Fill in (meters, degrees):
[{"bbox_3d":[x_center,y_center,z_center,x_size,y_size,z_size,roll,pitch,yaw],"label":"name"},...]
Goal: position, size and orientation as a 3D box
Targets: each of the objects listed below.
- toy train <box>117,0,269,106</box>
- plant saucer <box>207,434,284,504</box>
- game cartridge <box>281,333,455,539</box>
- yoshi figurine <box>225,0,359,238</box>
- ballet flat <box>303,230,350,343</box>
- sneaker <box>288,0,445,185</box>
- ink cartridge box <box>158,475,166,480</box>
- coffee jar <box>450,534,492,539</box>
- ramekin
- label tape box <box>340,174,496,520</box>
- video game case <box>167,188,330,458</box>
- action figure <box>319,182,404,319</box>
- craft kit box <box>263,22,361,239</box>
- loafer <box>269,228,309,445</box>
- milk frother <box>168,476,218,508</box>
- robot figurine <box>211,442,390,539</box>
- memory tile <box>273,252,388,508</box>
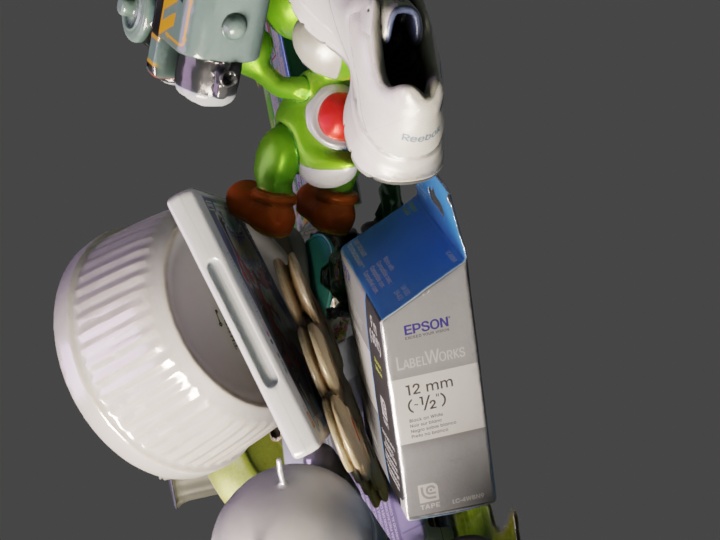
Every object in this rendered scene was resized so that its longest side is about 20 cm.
[{"bbox_3d":[-0.094,-0.204,1.060,0.114,0.084,0.202,44,126,51],"label":"toy train"},{"bbox_3d":[-0.064,0.150,1.545,0.031,0.199,0.202,-29,68,41],"label":"plant saucer"},{"bbox_3d":[0.000,0.157,1.280,0.133,0.040,0.202,-30,64,35],"label":"game cartridge"},{"bbox_3d":[-0.036,-0.131,1.149,0.113,0.111,0.202,-57,-17,-65],"label":"yoshi figurine"},{"bbox_3d":[-0.036,0.058,1.490,0.075,0.063,0.202,30,112,43],"label":"ballet flat"},{"bbox_3d":[0.011,-0.153,1.003,0.087,0.074,0.202,111,140,-57],"label":"sneaker"},{"bbox_3d":[-0.117,0.140,1.707,0.145,0.197,0.089,-141,41,-77],"label":"ink cartridge box"},{"bbox_3d":[0.053,0.231,1.028,0.085,0.104,0.200,43,160,13],"label":"coffee jar"},{"bbox_3d":[-0.122,0.046,1.266,0.105,0.199,0.202,-29,66,36],"label":"ramekin"},{"bbox_3d":[0.031,0.034,1.065,0.143,0.065,0.202,-120,19,-69],"label":"label tape box"},{"bbox_3d":[-0.067,0.033,1.147,0.184,0.023,0.200,64,-178,1],"label":"video game case"},{"bbox_3d":[0.000,0.000,1.252,0.200,0.054,0.120,157,114,-78],"label":"action figure"},{"bbox_3d":[-0.050,-0.138,1.451,0.197,0.048,0.203,153,106,-78],"label":"craft kit box"},{"bbox_3d":[-0.078,0.058,1.432,0.075,0.069,0.202,-37,56,50],"label":"loafer"},{"bbox_3d":[-0.138,0.183,1.934,0.201,0.186,0.182,94,163,-60],"label":"milk frother"},{"bbox_3d":[-0.031,0.205,1.137,0.201,0.112,0.171,60,-150,-50],"label":"robot figurine"},{"bbox_3d":[-0.017,0.078,1.162,0.200,0.017,0.155,66,-176,-72],"label":"memory tile"}]
